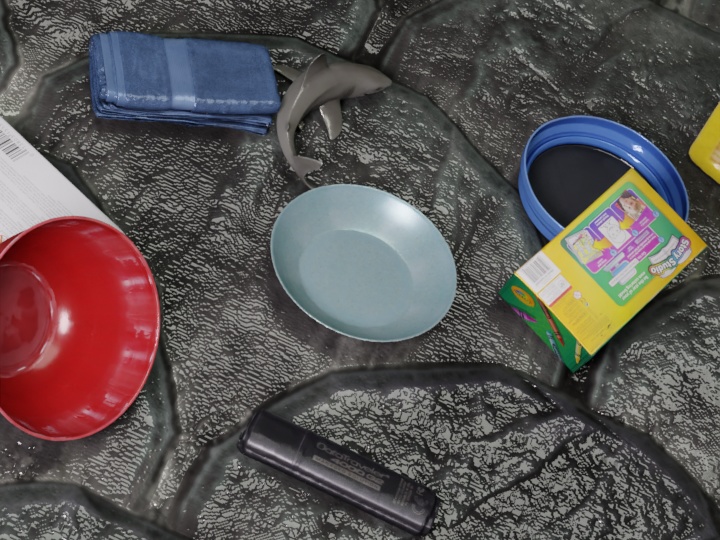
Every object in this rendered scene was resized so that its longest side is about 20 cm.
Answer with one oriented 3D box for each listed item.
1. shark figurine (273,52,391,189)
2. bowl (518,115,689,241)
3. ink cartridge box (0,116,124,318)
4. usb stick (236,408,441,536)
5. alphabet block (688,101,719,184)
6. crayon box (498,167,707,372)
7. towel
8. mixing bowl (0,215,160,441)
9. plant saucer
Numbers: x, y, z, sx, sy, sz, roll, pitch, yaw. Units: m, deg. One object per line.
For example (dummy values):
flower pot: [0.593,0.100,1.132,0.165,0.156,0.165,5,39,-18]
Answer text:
shark figurine: [-0.053,-0.187,1.862,0.128,0.090,0.215,27,47,3]
bowl: [0.271,-0.088,1.933,0.200,0.039,0.201,10,51,-13]
ink cartridge box: [-0.357,-0.046,1.666,0.200,0.044,0.173,42,52,13]
usb stick: [-0.020,0.190,1.615,0.199,0.033,0.056,25,42,0]
alphabet block: [0.542,-0.176,2.004,0.196,0.196,0.200,41,50,16]
crayon box: [0.258,-0.002,1.813,0.200,0.058,0.119,-40,82,-25]
towel: [-0.191,-0.204,1.847,0.199,0.049,0.112,2,53,-18]
mixing bowl: [-0.292,0.049,1.546,0.200,0.108,0.201,-4,96,-45]
plant saucer: [0.000,0.000,1.766,0.200,0.039,0.202,10,51,-12]
